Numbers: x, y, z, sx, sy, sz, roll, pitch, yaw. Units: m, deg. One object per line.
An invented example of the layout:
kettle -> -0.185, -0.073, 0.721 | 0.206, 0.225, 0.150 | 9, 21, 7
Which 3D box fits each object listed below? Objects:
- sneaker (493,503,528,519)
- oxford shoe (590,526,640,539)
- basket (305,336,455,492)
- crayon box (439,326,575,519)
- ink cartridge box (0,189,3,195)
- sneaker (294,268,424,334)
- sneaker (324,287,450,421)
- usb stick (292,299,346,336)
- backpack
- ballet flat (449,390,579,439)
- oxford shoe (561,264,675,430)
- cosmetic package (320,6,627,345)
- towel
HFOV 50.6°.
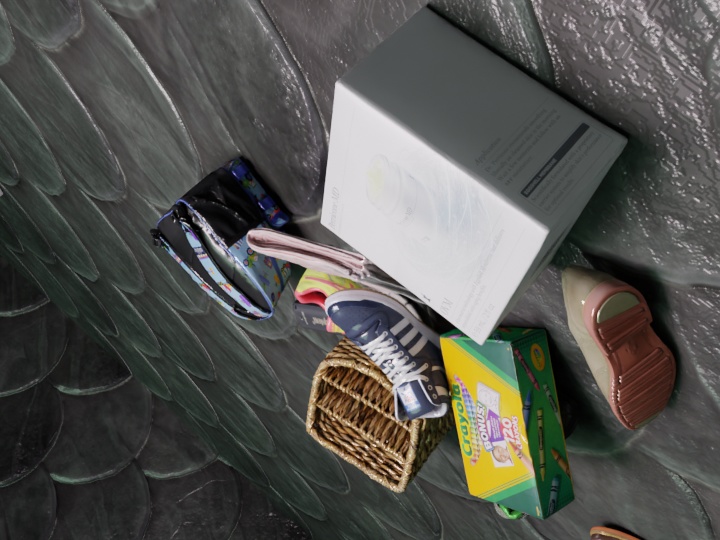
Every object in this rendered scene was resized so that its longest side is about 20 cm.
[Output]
sneaker -> 0.214, 0.309, 1.070 | 0.078, 0.085, 0.200 | 34, 153, 19
oxford shoe -> 0.381, 0.417, 0.999 | 0.200, 0.073, 0.071 | 36, 154, 18
basket -> 0.019, 0.197, 1.113 | 0.199, 0.149, 0.143 | 27, 150, 32
crayon box -> 0.165, 0.165, 0.867 | 0.118, 0.058, 0.201 | -1, 103, 56
ink cartridge box -> -1.095, -0.209, 2.064 | 0.084, 0.200, 0.146 | 34, 152, 18
sneaker -> -0.002, 0.059, 1.005 | 0.199, 0.090, 0.078 | 34, 151, 18
sneaker -> 0.038, 0.104, 0.889 | 0.070, 0.109, 0.200 | -30, 131, 35
usb stick -> -0.037, 0.073, 1.141 | 0.199, 0.033, 0.056 | 6, 133, 53
backpack -> -0.173, -0.032, 1.065 | 0.200, 0.135, 0.182 | 49, 153, -10
ballet flat -> 0.176, 0.163, 0.938 | 0.199, 0.057, 0.067 | 6, 137, 52
oxford shoe -> 0.242, 0.071, 0.720 | 0.201, 0.071, 0.074 | 63, 173, -35
cosmetic package -> 0.080, -0.073, 0.656 | 0.200, 0.123, 0.200 | 38, 154, 15
towel -> 0.000, 0.000, 0.860 | 0.190, 0.032, 0.199 | 17, 179, 44
